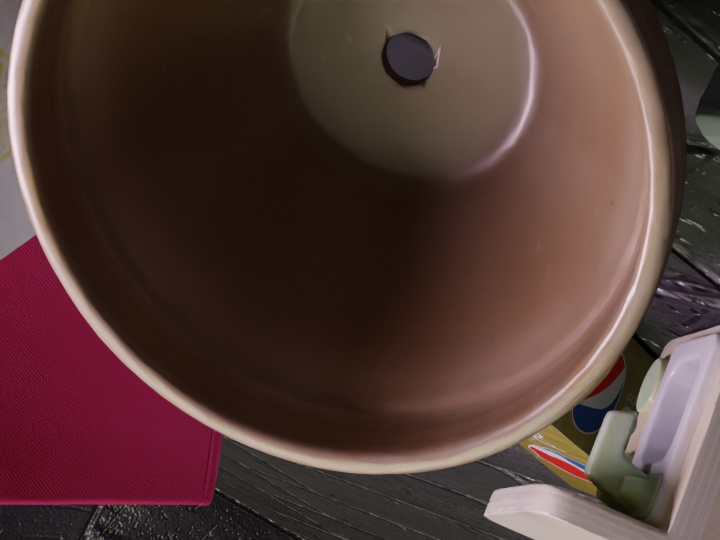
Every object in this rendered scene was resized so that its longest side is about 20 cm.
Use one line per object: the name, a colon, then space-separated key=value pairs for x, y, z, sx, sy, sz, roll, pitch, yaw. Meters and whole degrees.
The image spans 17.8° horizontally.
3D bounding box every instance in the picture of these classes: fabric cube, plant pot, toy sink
fabric cube: x=-0.183 y=-0.014 z=0.974 sx=0.198 sy=0.198 sz=0.199 roll=2 pitch=-173 yaw=-39
plant pot: x=0.004 y=-0.050 z=0.682 sx=0.200 sy=0.202 sz=0.093 roll=26 pitch=-149 yaw=7
toy sink: x=0.173 y=0.094 z=1.021 sx=0.199 sy=0.113 sz=0.130 roll=23 pitch=170 yaw=-4

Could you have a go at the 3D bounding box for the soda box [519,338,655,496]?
soda box: x=0.105 y=0.059 z=1.150 sx=0.067 sy=0.064 sz=0.200 roll=19 pitch=167 yaw=36

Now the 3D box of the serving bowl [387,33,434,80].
serving bowl: x=0.011 y=-0.047 z=0.861 sx=0.199 sy=0.066 sz=0.200 roll=27 pitch=170 yaw=5

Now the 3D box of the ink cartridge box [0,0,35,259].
ink cartridge box: x=-0.160 y=-0.054 z=0.769 sx=0.048 sy=0.200 sz=0.147 roll=23 pitch=130 yaw=24

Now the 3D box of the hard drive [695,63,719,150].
hard drive: x=0.206 y=-0.013 z=0.654 sx=0.132 sy=0.026 sz=0.199 roll=34 pitch=167 yaw=-33
